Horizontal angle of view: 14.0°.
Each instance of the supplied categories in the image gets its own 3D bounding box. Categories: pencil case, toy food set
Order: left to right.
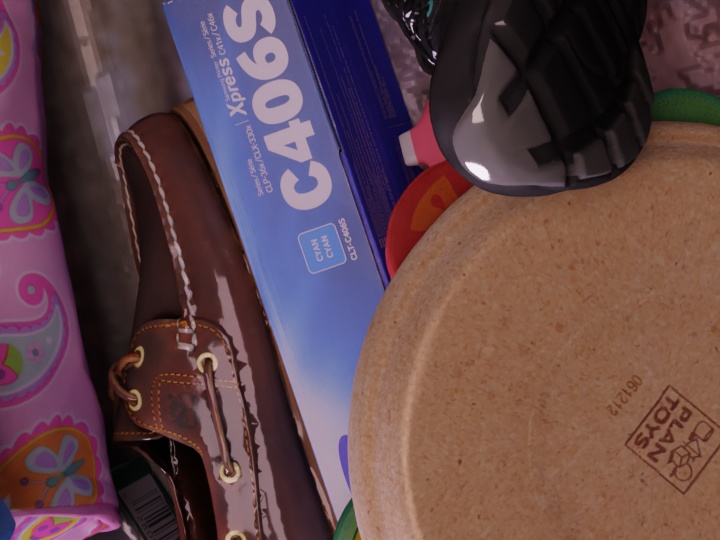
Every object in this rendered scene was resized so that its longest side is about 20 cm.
[{"bbox_3d":[-0.134,-0.001,0.964,0.087,0.087,0.201,-12,80,16],"label":"pencil case"},{"bbox_3d":[0.089,0.048,0.879,0.197,0.049,0.201,23,86,-7],"label":"toy food set"}]

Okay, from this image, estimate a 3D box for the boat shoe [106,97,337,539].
[{"bbox_3d":[-0.048,0.046,0.962,0.070,0.070,0.201,-19,86,-11],"label":"boat shoe"}]

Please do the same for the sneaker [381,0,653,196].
[{"bbox_3d":[0.046,-0.073,0.878,0.079,0.200,0.076,-18,112,24],"label":"sneaker"}]

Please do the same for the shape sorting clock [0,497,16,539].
[{"bbox_3d":[-0.171,0.091,0.923,0.199,0.039,0.201,3,94,50],"label":"shape sorting clock"}]

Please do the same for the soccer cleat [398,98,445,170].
[{"bbox_3d":[0.077,0.026,0.943,0.076,0.067,0.201,-21,88,12],"label":"soccer cleat"}]

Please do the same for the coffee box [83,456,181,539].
[{"bbox_3d":[-0.076,0.180,1.010,0.123,0.044,0.201,-32,88,15],"label":"coffee box"}]

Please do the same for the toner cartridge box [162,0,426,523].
[{"bbox_3d":[0.000,0.000,0.943,0.043,0.095,0.201,-19,91,17],"label":"toner cartridge box"}]
